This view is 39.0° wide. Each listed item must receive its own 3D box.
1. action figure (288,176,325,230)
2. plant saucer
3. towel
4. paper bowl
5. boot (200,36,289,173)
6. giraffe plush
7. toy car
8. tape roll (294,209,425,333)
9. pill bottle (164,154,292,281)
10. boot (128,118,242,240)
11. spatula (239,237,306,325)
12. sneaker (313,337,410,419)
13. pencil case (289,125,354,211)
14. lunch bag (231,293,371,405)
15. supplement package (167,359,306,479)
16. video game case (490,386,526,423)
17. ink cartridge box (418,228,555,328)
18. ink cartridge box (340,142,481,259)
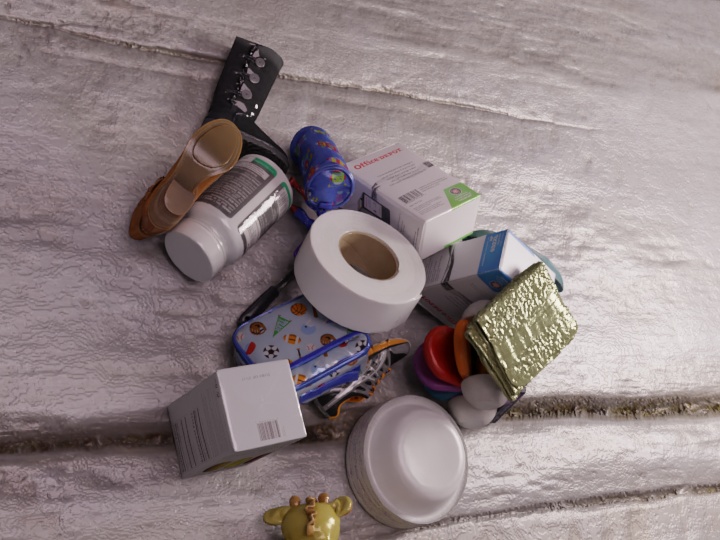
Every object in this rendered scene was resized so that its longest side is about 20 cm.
[{"bbox_3d":[-0.055,-0.067,1.684,0.199,0.066,0.052,40,14,-12],"label":"action figure"},{"bbox_3d":[0.272,-0.021,1.788,0.199,0.200,0.028,32,82,-17],"label":"plant saucer"},{"bbox_3d":[0.252,0.090,1.579,0.200,0.036,0.149,-39,105,-32],"label":"towel"},{"bbox_3d":[0.085,0.298,1.600,0.199,0.104,0.203,13,65,-29],"label":"paper bowl"},{"bbox_3d":[-0.169,-0.276,1.701,0.164,0.066,0.202,29,54,-21],"label":"boot"},{"bbox_3d":[-0.073,0.405,1.440,0.171,0.201,0.163,14,35,-23],"label":"giraffe plush"},{"bbox_3d":[0.162,0.151,1.659,0.148,0.201,0.177,7,60,-8],"label":"toy car"},{"bbox_3d":[0.000,0.000,1.578,0.200,0.071,0.204,20,38,-16],"label":"tape roll"},{"bbox_3d":[-0.202,-0.081,1.565,0.113,0.113,0.200,47,54,-7],"label":"pill bottle"},{"bbox_3d":[-0.265,-0.131,1.521,0.076,0.155,0.201,36,59,-20],"label":"boot"},{"bbox_3d":[-0.121,0.021,1.610,0.200,0.020,0.057,-45,106,-24],"label":"spatula"},{"bbox_3d":[0.001,0.168,1.621,0.198,0.078,0.078,-26,85,-26],"label":"sneaker"},{"bbox_3d":[-0.065,-0.165,1.652,0.077,0.088,0.201,13,24,-19],"label":"pencil case"},{"bbox_3d":[-0.083,0.121,1.540,0.198,0.076,0.160,-26,53,-25],"label":"lunch bag"},{"bbox_3d":[-0.176,0.209,1.411,0.113,0.200,0.111,-6,73,-32],"label":"supplement package"},{"bbox_3d":[0.243,0.161,1.697,0.019,0.200,0.145,6,67,-6],"label":"video game case"},{"bbox_3d":[0.203,0.022,1.706,0.145,0.199,0.085,37,54,-33],"label":"ink cartridge box"},{"bbox_3d":[0.079,-0.119,1.716,0.145,0.085,0.199,-26,49,-36],"label":"ink cartridge box"}]
